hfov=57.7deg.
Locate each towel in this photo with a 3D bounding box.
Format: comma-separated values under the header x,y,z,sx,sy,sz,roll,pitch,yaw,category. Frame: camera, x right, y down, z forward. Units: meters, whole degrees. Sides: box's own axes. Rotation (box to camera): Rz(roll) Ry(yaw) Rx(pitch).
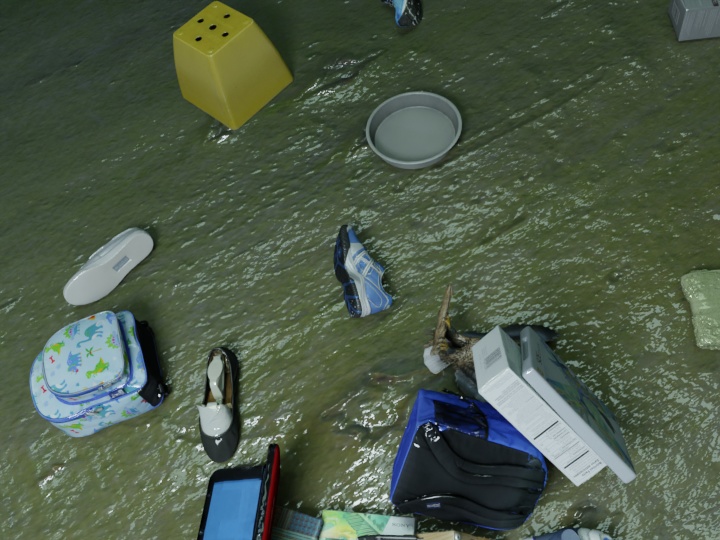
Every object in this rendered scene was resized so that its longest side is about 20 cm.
x,y,z,sx,sy,sz,roll,pitch,yaw,category
0.637,0.062,1.062,0.199,0.037,0.149,-3,60,8,towel
-0.147,0.450,0.963,0.146,0.022,0.200,5,59,29,towel

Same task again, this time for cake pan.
x,y,z,sx,sy,sz,roll,pitch,yaw,category
0.112,-0.290,1.367,0.200,0.037,0.201,-5,58,8,cake pan

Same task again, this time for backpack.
x,y,z,sx,sy,sz,roll,pitch,yaw,category
-0.464,0.175,1.129,0.200,0.147,0.183,-25,56,-2,backpack
0.161,0.262,0.942,0.199,0.163,0.168,16,26,1,backpack

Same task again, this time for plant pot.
x,y,z,sx,sy,sz,roll,pitch,yaw,category
-0.303,-0.478,1.474,0.200,0.177,0.200,35,70,26,plant pot

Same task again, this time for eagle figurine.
x,y,z,sx,sy,sz,roll,pitch,yaw,category
0.207,0.137,1.061,0.200,0.151,0.152,22,106,-10,eagle figurine

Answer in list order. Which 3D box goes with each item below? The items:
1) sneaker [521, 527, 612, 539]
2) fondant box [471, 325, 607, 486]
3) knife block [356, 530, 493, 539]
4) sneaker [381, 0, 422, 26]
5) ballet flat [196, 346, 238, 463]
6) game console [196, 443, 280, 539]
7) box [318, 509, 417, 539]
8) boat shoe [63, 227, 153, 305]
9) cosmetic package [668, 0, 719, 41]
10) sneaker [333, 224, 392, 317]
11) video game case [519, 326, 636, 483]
x,y,z,sx,sy,sz,roll,pitch,yaw,category
0.302,0.445,0.865,0.146,0.081,0.200,-11,52,9,sneaker
0.250,0.187,0.931,0.058,0.144,0.200,-43,100,17,fondant box
0.084,0.409,0.912,0.175,0.200,0.064,-21,54,33,knife block
0.095,-0.654,1.583,0.090,0.078,0.200,-15,52,24,sneaker
-0.245,0.220,1.107,0.068,0.068,0.200,-9,58,4,ballet flat
-0.187,0.369,0.956,0.118,0.173,0.200,6,55,-3,game console
0.003,0.455,0.940,0.144,0.036,0.200,1,58,11,box
-0.507,-0.015,1.301,0.200,0.072,0.068,-48,41,-10,boat shoe
0.772,-0.560,1.383,0.199,0.090,0.107,-7,55,10,cosmetic package
0.000,0.000,1.204,0.077,0.076,0.200,-4,56,-18,sneaker
0.304,0.182,0.934,0.022,0.182,0.200,-43,91,18,video game case
